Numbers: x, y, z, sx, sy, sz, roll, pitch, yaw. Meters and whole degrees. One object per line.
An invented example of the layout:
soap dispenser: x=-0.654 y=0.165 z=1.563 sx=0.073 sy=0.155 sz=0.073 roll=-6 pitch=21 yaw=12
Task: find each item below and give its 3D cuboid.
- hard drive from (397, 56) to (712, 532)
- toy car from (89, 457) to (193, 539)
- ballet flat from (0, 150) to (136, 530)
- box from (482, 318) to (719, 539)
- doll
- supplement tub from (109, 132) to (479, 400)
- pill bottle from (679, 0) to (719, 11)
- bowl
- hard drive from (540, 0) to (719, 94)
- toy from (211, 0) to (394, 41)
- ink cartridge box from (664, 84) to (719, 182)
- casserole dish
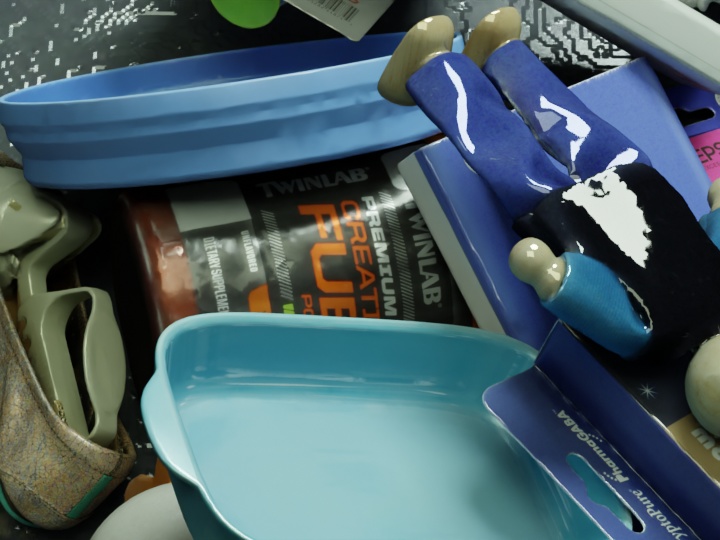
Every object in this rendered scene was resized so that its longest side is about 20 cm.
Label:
hard drive: x=0.112 y=0.023 z=1.056 sx=0.131 sy=0.025 sz=0.201 roll=-23 pitch=84 yaw=-35
toy car: x=-0.060 y=0.160 z=1.006 sx=0.183 sy=0.178 sz=0.200 roll=-4 pitch=30 yaw=-17
ballet flat: x=-0.135 y=0.011 z=1.111 sx=0.067 sy=0.068 sz=0.201 roll=-34 pitch=64 yaw=31
box: x=0.152 y=0.049 z=0.999 sx=0.199 sy=0.032 sz=0.121 roll=-24 pitch=61 yaw=-41
doll: x=0.096 y=-0.018 z=0.977 sx=0.136 sy=0.049 sz=0.200 roll=-11 pitch=53 yaw=-41
supplement tub: x=0.000 y=0.000 z=1.095 sx=0.199 sy=0.107 sz=0.107 roll=-11 pitch=60 yaw=-13
pill bottle: x=0.233 y=-0.149 z=1.182 sx=0.199 sy=0.113 sz=0.114 roll=13 pitch=61 yaw=8
bowl: x=-0.053 y=-0.068 z=1.105 sx=0.199 sy=0.201 sz=0.040 roll=-8 pitch=99 yaw=-5
hard drive: x=0.069 y=-0.140 z=1.132 sx=0.199 sy=0.132 sz=0.027 roll=29 pitch=95 yaw=-6
toy: x=-0.019 y=-0.162 z=1.211 sx=0.115 sy=0.047 sz=0.200 roll=29 pitch=34 yaw=7
ink cartridge box: x=0.194 y=-0.017 z=1.136 sx=0.094 sy=0.037 sz=0.200 roll=-17 pitch=57 yaw=-34
casserole dish: x=0.008 y=0.072 z=0.948 sx=0.199 sy=0.039 sz=0.122 roll=3 pitch=43 yaw=-28
